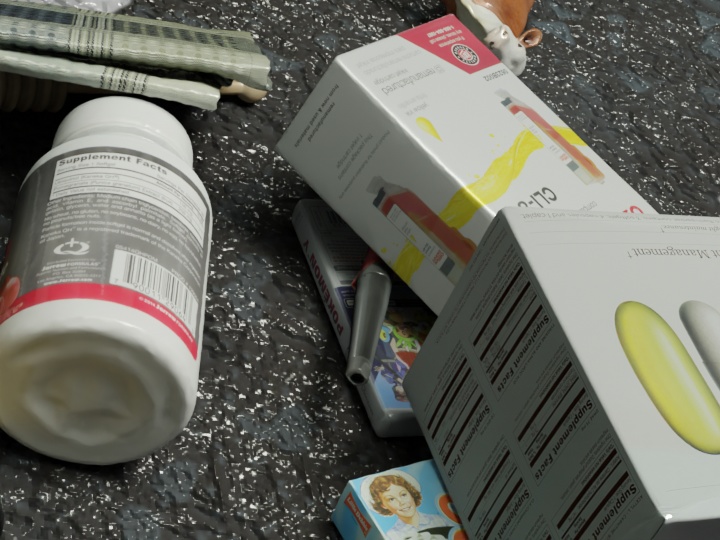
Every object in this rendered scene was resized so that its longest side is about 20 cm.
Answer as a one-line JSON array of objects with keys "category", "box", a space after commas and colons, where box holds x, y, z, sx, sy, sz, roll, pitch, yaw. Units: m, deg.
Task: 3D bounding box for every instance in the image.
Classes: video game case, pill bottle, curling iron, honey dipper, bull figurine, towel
[{"category": "video game case", "box": [0.072, 0.027, 1.043, 0.200, 0.023, 0.182, 2, 45, -27]}, {"category": "pill bottle", "box": [-0.137, -0.003, 0.897, 0.111, 0.111, 0.200, 14, 41, -13]}, {"category": "curling iron", "box": [0.000, 0.000, 0.994, 0.050, 0.026, 0.200, 22, 38, -16]}, {"category": "honey dipper", "box": [-0.148, -0.123, 1.080, 0.200, 0.038, 0.038, -5, 48, -33]}, {"category": "bull figurine", "box": [0.097, -0.224, 1.280, 0.121, 0.065, 0.200, 55, 29, -16]}, {"category": "towel", "box": [-0.156, -0.136, 1.022, 0.200, 0.035, 0.193, 6, 12, -9]}]

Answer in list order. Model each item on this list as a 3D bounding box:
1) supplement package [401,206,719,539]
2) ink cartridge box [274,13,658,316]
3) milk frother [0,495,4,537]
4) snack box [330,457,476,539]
[{"category": "supplement package", "box": [0.160, 0.088, 0.866, 0.191, 0.147, 0.200, 0, 46, -28]}, {"category": "ink cartridge box", "box": [0.071, -0.051, 1.015, 0.200, 0.083, 0.145, 46, 36, 11]}, {"category": "milk frother", "box": [-0.165, 0.178, 0.625, 0.200, 0.181, 0.188, 5, 39, -4]}, {"category": "snack box", "box": [0.095, 0.149, 0.911, 0.200, 0.037, 0.116, -10, 51, -35]}]
